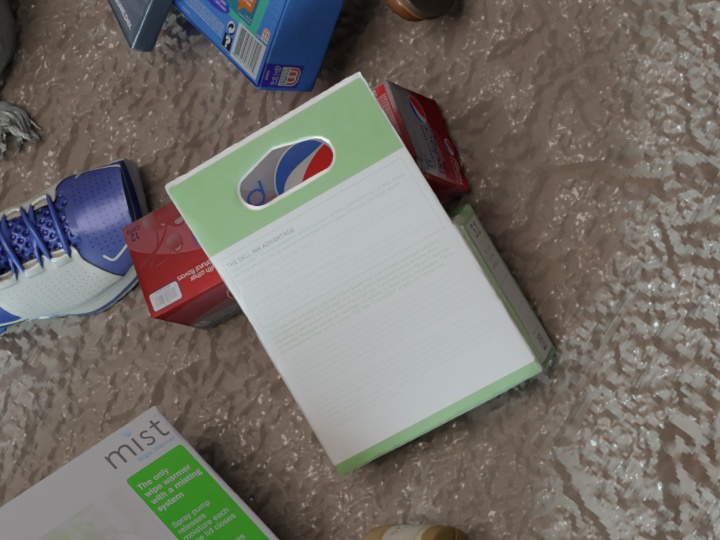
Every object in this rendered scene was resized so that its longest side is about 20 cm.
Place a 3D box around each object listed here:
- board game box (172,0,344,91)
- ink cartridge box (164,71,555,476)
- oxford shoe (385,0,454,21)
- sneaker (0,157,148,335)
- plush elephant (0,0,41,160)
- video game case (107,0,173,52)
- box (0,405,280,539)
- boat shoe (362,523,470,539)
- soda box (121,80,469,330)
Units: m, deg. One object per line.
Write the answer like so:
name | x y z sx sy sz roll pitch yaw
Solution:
board game box | -0.052 -0.230 1.523 0.152 0.045 0.201 46 126 41
ink cartridge box | 0.000 0.000 1.475 0.145 0.048 0.201 -29 96 22
oxford shoe | -0.001 -0.224 1.549 0.071 0.071 0.201 -43 60 37
sneaker | -0.232 -0.003 1.601 0.199 0.115 0.081 -25 73 22
plush elephant | -0.302 -0.160 1.636 0.165 0.155 0.200 -42 66 16
video game case | -0.121 -0.256 1.566 0.201 0.019 0.143 -64 37 33
box | -0.144 0.209 1.484 0.199 0.097 0.177 -33 63 -24
boat shoe | 0.019 0.243 1.469 0.069 0.074 0.201 6 84 40
soda box | -0.040 -0.036 1.532 0.199 0.070 0.064 -27 71 22
